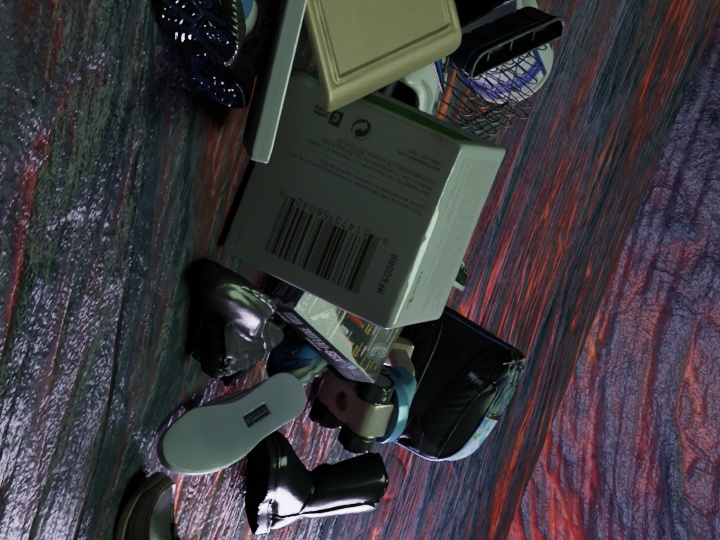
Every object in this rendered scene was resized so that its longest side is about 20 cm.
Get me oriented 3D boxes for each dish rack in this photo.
[{"bbox_3d":[0.142,-0.193,1.817,0.153,0.055,0.200,-27,145,-35],"label":"dish rack"}]

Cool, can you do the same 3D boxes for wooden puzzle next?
[{"bbox_3d":[0.009,-0.269,1.514,0.185,0.037,0.201,-30,119,-36],"label":"wooden puzzle"}]

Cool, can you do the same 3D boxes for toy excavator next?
[{"bbox_3d":[0.027,0.150,2.133,0.200,0.194,0.100,1,116,-40],"label":"toy excavator"}]

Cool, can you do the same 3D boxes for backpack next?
[{"bbox_3d":[0.124,0.168,2.330,0.200,0.183,0.147,-60,162,3],"label":"backpack"}]

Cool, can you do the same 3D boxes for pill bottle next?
[{"bbox_3d":[0.157,-0.281,1.923,0.120,0.119,0.200,-63,162,-5],"label":"pill bottle"}]

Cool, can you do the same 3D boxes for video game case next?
[{"bbox_3d":[-0.075,-0.170,1.400,0.200,0.018,0.144,-127,-130,-80],"label":"video game case"}]

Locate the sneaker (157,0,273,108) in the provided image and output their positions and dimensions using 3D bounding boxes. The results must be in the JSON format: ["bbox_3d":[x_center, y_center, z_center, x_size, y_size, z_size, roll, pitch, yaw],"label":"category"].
[{"bbox_3d":[-0.115,-0.210,1.336,0.200,0.076,0.077,93,20,-71],"label":"sneaker"}]

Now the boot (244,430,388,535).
[{"bbox_3d":[-0.050,0.242,1.965,0.168,0.077,0.200,-11,145,-16],"label":"boot"}]

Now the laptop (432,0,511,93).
[{"bbox_3d":[0.114,-0.306,1.663,0.103,0.200,0.178,15,62,-42],"label":"laptop"}]

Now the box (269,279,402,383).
[{"bbox_3d":[0.000,0.000,1.824,0.158,0.050,0.200,44,65,-38],"label":"box"}]

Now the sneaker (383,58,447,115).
[{"bbox_3d":[0.049,-0.158,1.866,0.089,0.074,0.200,-47,145,-45],"label":"sneaker"}]

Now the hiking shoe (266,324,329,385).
[{"bbox_3d":[-0.055,0.044,1.860,0.200,0.074,0.087,-57,144,-34],"label":"hiking shoe"}]

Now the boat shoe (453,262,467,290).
[{"bbox_3d":[0.112,-0.019,2.220,0.060,0.076,0.200,-60,163,3],"label":"boat shoe"}]

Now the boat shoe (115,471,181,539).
[{"bbox_3d":[-0.212,0.297,1.716,0.074,0.073,0.200,-43,152,-50],"label":"boat shoe"}]

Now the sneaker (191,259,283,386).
[{"bbox_3d":[-0.132,0.060,1.638,0.091,0.076,0.200,-53,158,-16],"label":"sneaker"}]

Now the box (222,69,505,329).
[{"bbox_3d":[0.007,-0.071,1.642,0.200,0.199,0.171,-68,163,9],"label":"box"}]

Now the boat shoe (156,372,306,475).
[{"bbox_3d":[-0.145,0.171,1.746,0.200,0.074,0.065,-19,175,-42],"label":"boat shoe"}]
